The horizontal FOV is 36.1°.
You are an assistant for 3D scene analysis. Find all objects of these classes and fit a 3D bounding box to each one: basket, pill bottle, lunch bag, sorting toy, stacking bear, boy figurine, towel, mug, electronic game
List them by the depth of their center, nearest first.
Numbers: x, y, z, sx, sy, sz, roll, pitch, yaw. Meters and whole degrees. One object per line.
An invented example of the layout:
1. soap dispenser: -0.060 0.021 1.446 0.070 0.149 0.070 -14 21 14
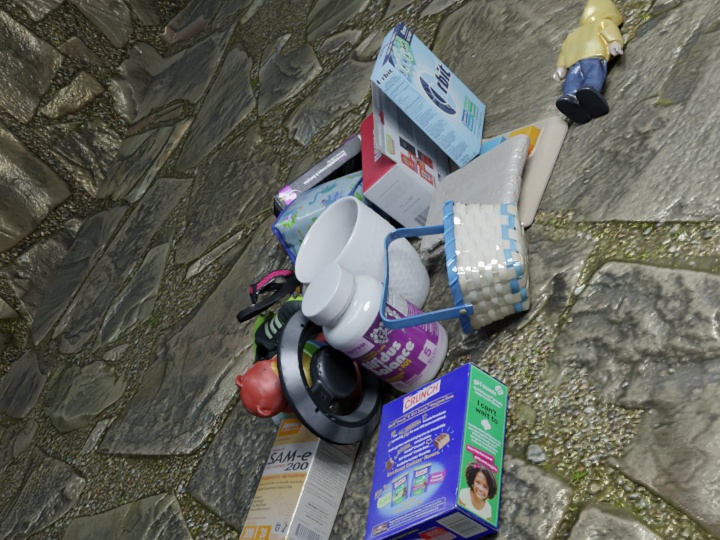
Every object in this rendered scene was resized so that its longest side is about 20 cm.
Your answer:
1. basket: 0.124 -0.001 1.466 0.196 0.140 0.178 -5 45 10
2. pill bottle: 0.018 0.076 1.525 0.112 0.199 0.113 -39 31 29
3. electronic game: -0.039 0.145 1.547 0.041 0.199 0.202 -27 38 39
4. boy figurine: 0.328 -0.309 1.584 0.124 0.064 0.202 -24 41 48
5. towel: 0.165 -0.103 1.591 0.199 0.034 0.134 -29 38 49
6. stacking bear: -0.092 0.158 1.598 0.122 0.198 0.114 54 125 19
7. sorting toy: 0.202 -0.136 1.633 0.199 0.036 0.187 -7 54 56
8. mug: 0.000 0.000 1.668 0.199 0.174 0.149 -3 56 58
9. lunch bag: -0.028 -0.098 1.841 0.168 0.129 0.201 -18 24 28

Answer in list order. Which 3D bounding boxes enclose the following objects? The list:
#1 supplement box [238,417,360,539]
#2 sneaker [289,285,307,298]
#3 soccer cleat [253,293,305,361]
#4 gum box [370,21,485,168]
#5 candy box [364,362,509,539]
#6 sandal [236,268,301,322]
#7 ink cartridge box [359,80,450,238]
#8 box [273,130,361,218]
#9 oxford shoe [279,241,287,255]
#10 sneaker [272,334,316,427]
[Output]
1. supplement box: -0.087 0.313 1.581 0.125 0.073 0.203 -18 45 50
2. sneaker: -0.072 0.046 1.849 0.199 0.075 0.091 -13 44 55
3. soccer cleat: -0.108 0.091 1.685 0.199 0.067 0.083 -29 54 57
4. gum box: 0.109 -0.276 1.726 0.044 0.200 0.171 -38 19 29
5. candy box: 0.094 0.238 1.360 0.168 0.077 0.202 -32 36 41
6. sandal: -0.132 0.022 1.715 0.075 0.045 0.199 -31 5 44
7. ink cartridge box: 0.057 -0.182 1.772 0.084 0.175 0.202 -40 30 27
8. box: -0.069 -0.164 1.982 0.199 0.036 0.143 -39 -5 -9
9. oxford shoe: -0.080 -0.066 1.994 0.199 0.071 0.074 -32 39 39
10. sneaker: -0.077 0.153 1.734 0.117 0.073 0.204 7 80 43
